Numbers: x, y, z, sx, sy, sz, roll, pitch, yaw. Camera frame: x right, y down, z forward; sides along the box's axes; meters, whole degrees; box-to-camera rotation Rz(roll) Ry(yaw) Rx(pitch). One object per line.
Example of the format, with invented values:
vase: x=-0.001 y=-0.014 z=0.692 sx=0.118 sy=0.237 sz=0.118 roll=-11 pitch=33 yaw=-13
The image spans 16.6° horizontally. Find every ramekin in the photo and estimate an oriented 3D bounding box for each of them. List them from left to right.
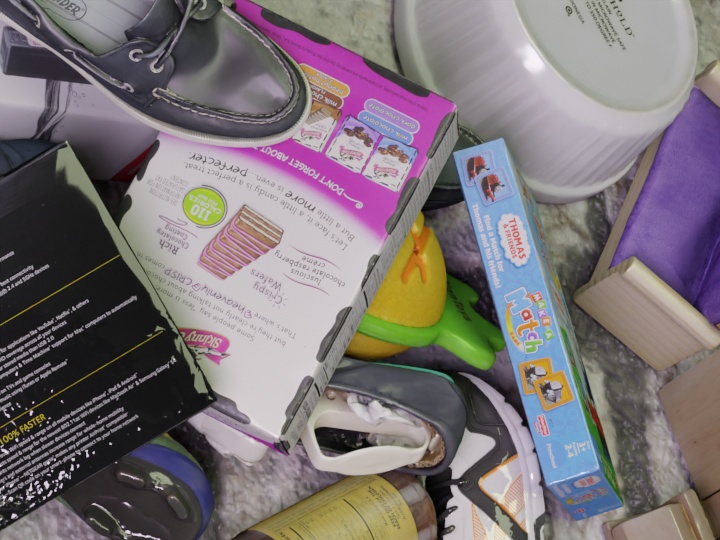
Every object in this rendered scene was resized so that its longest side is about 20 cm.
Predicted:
ramekin: x=0.127 y=-0.151 z=1.582 sx=0.202 sy=0.094 sz=0.203 roll=16 pitch=60 yaw=-30

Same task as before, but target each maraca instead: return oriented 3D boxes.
maraca: x=0.000 y=0.000 z=1.403 sx=0.199 sy=0.107 sz=0.137 roll=21 pitch=27 yaw=-35

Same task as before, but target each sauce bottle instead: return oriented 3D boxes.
sauce bottle: x=-0.045 y=0.165 z=1.321 sx=0.199 sy=0.065 sz=0.065 roll=-24 pitch=83 yaw=-40

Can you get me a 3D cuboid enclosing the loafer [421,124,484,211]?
loafer: x=0.000 y=-0.082 z=1.468 sx=0.200 sy=0.070 sz=0.068 roll=13 pitch=62 yaw=-32

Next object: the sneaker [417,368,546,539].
sneaker: x=0.062 y=0.152 z=1.400 sx=0.080 sy=0.074 sz=0.201 roll=-5 pitch=71 yaw=-36

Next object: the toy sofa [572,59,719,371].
toy sofa: x=0.222 y=-0.042 z=1.598 sx=0.083 sy=0.097 sz=0.200 roll=39 pitch=51 yaw=-15

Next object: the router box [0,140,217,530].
router box: x=-0.191 y=0.049 z=1.200 sx=0.199 sy=0.051 sz=0.150 roll=-30 pitch=96 yaw=-9

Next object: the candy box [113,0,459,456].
candy box: x=-0.051 y=-0.023 z=1.295 sx=0.136 sy=0.061 sz=0.201 roll=27 pitch=79 yaw=10

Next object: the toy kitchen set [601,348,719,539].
toy kitchen set: x=0.263 y=0.131 z=1.487 sx=0.163 sy=0.180 sz=0.201 roll=-8 pitch=69 yaw=-38

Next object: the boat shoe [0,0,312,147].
boat shoe: x=-0.115 y=-0.129 z=1.254 sx=0.199 sy=0.066 sz=0.075 roll=33 pitch=77 yaw=4

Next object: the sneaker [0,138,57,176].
sneaker: x=-0.223 y=-0.052 z=1.241 sx=0.199 sy=0.109 sz=0.070 roll=-19 pitch=50 yaw=-32

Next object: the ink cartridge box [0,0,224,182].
ink cartridge box: x=-0.177 y=-0.134 z=1.353 sx=0.199 sy=0.084 sz=0.145 roll=4 pitch=67 yaw=-34

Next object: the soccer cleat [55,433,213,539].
soccer cleat: x=-0.162 y=0.077 z=1.288 sx=0.200 sy=0.065 sz=0.084 roll=38 pitch=13 yaw=-5

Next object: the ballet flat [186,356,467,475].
ballet flat: x=-0.035 y=0.075 z=1.340 sx=0.199 sy=0.073 sz=0.073 roll=11 pitch=61 yaw=-14

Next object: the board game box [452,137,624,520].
board game box: x=0.106 y=0.038 z=1.453 sx=0.151 sy=0.036 sz=0.201 roll=48 pitch=25 yaw=-73
